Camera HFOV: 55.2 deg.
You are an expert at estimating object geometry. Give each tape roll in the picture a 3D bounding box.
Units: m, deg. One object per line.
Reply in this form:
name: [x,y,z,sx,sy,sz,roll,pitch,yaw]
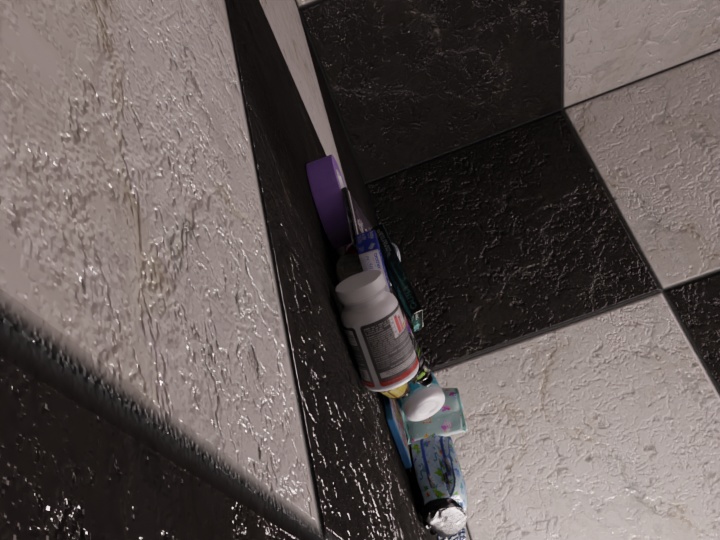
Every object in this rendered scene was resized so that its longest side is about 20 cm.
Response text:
tape roll: [-0.060,-0.156,1.566,0.200,0.064,0.205,-18,91,-86]

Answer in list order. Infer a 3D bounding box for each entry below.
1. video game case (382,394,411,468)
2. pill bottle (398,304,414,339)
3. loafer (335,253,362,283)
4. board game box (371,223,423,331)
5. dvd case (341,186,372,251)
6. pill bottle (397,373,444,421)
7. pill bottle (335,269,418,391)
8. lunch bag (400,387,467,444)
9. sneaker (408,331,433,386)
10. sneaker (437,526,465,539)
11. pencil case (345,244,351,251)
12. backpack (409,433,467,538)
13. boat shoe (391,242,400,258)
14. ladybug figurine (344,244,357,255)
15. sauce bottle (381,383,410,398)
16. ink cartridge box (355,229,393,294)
video game case: [0.079,0.336,1.594,0.201,0.017,0.146,-98,169,-64]
pill bottle: [0.066,0.160,1.553,0.201,0.109,0.113,65,7,-54]
loafer: [-0.015,0.030,1.431,0.201,0.068,0.071,-95,179,-60]
board game box: [0.079,0.018,1.436,0.136,0.028,0.203,74,-7,-69]
dvd case: [0.012,-0.067,1.503,0.201,0.016,0.151,54,20,-53]
pill bottle: [0.123,0.265,1.727,0.202,0.109,0.112,61,-2,37]
pill bottle: [0.029,0.111,1.291,0.116,0.113,0.204,-91,162,-74]
lunch bag: [0.192,0.376,1.834,0.200,0.166,0.125,-4,80,-87]
sneaker: [0.113,0.191,1.462,0.082,0.071,0.200,39,-8,34]
sneaker: [0.233,0.693,1.790,0.085,0.075,0.204,-123,-161,-67]
pencil case: [0.022,-0.018,1.860,0.201,0.085,0.089,66,7,-54]
backpack: [0.178,0.481,1.589,0.164,0.152,0.201,56,2,-46]
boat shoe: [0.046,0.008,1.729,0.091,0.069,0.204,58,46,-59]
ladybug figurine: [0.000,0.000,1.598,0.200,0.070,0.139,-87,164,-76]
sauce bottle: [0.069,0.245,1.499,0.200,0.063,0.066,53,19,-67]
ink cartridge box: [0.039,0.032,1.376,0.095,0.043,0.204,-97,170,-64]
